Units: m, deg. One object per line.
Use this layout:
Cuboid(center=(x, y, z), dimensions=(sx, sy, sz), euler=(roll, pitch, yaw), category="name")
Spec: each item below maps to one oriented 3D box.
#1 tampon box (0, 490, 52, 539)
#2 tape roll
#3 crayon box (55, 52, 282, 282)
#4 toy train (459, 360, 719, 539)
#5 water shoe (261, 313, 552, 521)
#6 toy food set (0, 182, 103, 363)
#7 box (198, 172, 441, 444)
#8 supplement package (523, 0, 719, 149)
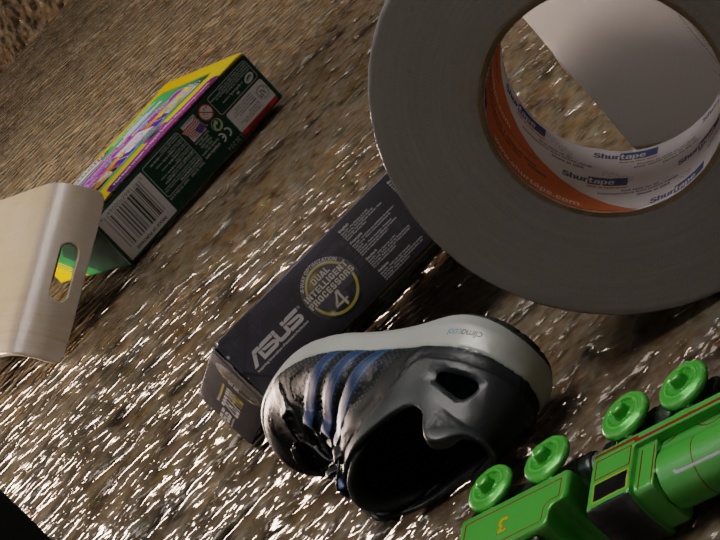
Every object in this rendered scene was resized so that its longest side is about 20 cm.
Cuboid(center=(-0.211, 0.177, 1.118), dimensions=(0.150, 0.200, 0.126), euler=(-25, 23, 52), category="tampon box")
Cuboid(center=(0.106, -0.084, 1.029), dimensions=(0.200, 0.200, 0.066), euler=(-36, 15, 25), category="tape roll")
Cuboid(center=(-0.177, -0.084, 2.039), dimensions=(0.200, 0.058, 0.172), euler=(-49, 15, -21), category="crayon box")
Cuboid(center=(0.113, 0.070, 0.900), dimensions=(0.200, 0.042, 0.057), euler=(-32, 28, 36), category="toy train")
Cuboid(center=(0.003, 0.073, 1.111), dimensions=(0.200, 0.071, 0.079), euler=(-25, 27, 54), category="water shoe")
Cuboid(center=(-0.273, 0.016, 1.956), dimensions=(0.200, 0.060, 0.144), euler=(-13, 59, 56), category="toy food set")
Cuboid(center=(0.000, 0.000, 1.290), dimensions=(0.200, 0.049, 0.161), euler=(-45, -1, -11), category="box")
Cuboid(center=(0.180, -0.148, 1.172), dimensions=(0.120, 0.121, 0.200), euler=(-48, 16, -18), category="supplement package")
